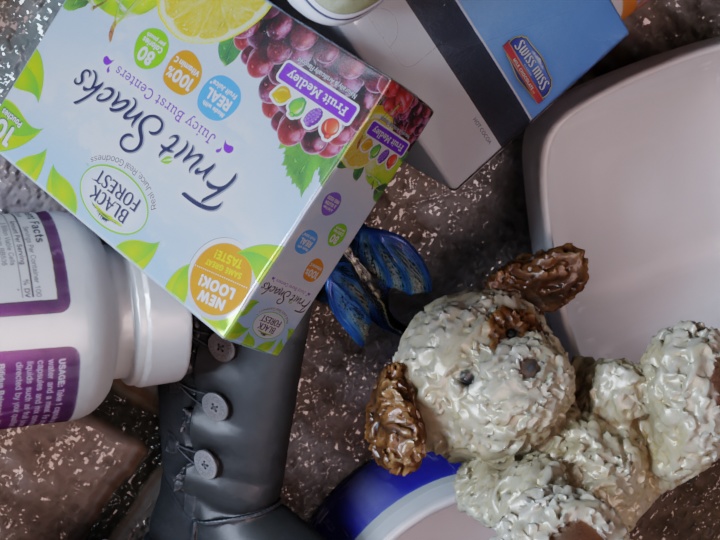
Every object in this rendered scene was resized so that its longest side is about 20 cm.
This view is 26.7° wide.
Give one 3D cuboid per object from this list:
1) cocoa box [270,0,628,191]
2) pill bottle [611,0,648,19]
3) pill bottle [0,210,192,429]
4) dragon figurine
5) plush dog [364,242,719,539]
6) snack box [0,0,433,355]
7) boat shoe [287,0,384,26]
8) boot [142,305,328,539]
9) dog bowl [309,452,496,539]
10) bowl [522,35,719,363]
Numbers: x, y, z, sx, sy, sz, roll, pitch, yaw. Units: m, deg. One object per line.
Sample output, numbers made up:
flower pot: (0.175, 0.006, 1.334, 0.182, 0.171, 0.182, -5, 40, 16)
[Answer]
cocoa box: (0.020, -0.169, 0.795, 0.131, 0.133, 0.200, -41, 120, -6)
pill bottle: (0.179, -0.232, 0.855, 0.200, 0.112, 0.112, -36, 120, -8)
pill bottle: (-0.193, 0.027, 0.788, 0.199, 0.112, 0.113, -4, 111, -22)
dragon figurine: (0.000, 0.000, 0.871, 0.059, 0.099, 0.200, -38, 120, -6)
plush dog: (0.095, 0.084, 0.871, 0.200, 0.160, 0.172, -42, 90, -26)
snack box: (-0.081, -0.072, 0.752, 0.143, 0.200, 0.053, -58, 148, 5)
boat shoe: (0.034, -0.197, 0.679, 0.072, 0.062, 0.200, 33, 91, -28)
boot: (-0.046, 0.099, 0.866, 0.066, 0.164, 0.201, -28, 130, -65)
dog bowl: (0.056, 0.214, 0.990, 0.199, 0.079, 0.201, -8, 112, -21)
bowl: (0.190, -0.045, 0.954, 0.199, 0.075, 0.201, -21, 117, -16)
